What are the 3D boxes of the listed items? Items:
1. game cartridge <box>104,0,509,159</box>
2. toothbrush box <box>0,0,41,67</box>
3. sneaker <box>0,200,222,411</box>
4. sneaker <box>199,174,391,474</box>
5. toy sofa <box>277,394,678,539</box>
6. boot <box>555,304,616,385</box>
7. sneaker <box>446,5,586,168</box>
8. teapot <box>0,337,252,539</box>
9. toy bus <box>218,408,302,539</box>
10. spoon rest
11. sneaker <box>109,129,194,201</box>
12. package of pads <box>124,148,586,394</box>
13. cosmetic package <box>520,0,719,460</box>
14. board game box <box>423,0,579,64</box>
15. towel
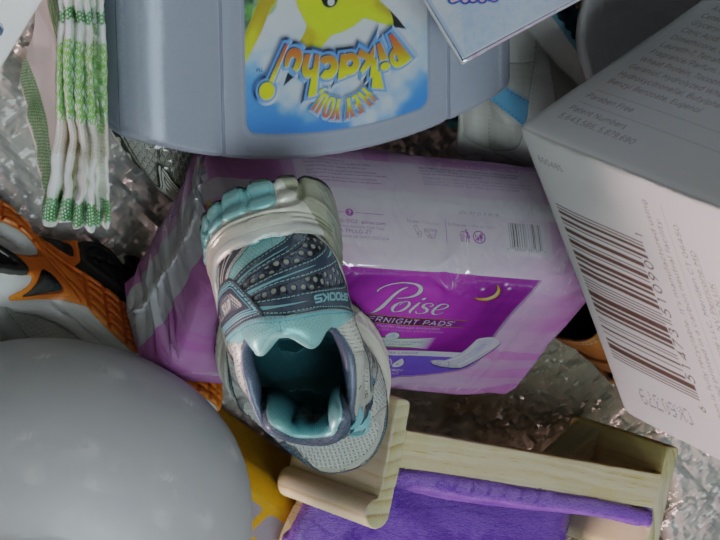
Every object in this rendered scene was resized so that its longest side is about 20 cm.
[{"bbox_3d":[-0.018,-0.118,1.199,0.199,0.040,0.134,-11,112,-31],"label":"game cartridge"},{"bbox_3d":[-0.228,-0.085,1.172,0.086,0.146,0.201,21,113,-29],"label":"toothbrush box"},{"bbox_3d":[-0.159,0.030,1.329,0.199,0.076,0.092,30,120,-27],"label":"sneaker"},{"bbox_3d":[-0.029,0.048,1.211,0.077,0.087,0.200,-14,146,4],"label":"sneaker"},{"bbox_3d":[0.060,0.117,1.407,0.199,0.083,0.098,12,91,-37],"label":"toy sofa"},{"bbox_3d":[0.174,0.045,1.366,0.155,0.200,0.077,27,100,-40],"label":"boot"},{"bbox_3d":[0.088,-0.076,1.340,0.081,0.077,0.200,-30,122,15],"label":"sneaker"},{"bbox_3d":[-0.142,0.142,1.270,0.199,0.147,0.198,13,132,-9],"label":"teapot"},{"bbox_3d":[-0.069,0.126,1.417,0.078,0.065,0.200,-44,125,12],"label":"toy bus"},{"bbox_3d":[0.187,-0.126,1.301,0.199,0.100,0.061,-28,175,-25],"label":"spoon rest"},{"bbox_3d":[-0.085,-0.101,1.249,0.077,0.082,0.201,-20,130,-6],"label":"sneaker"},{"bbox_3d":[0.000,0.000,1.296,0.199,0.076,0.121,4,147,-23],"label":"package of pads"},{"bbox_3d":[0.212,-0.030,1.206,0.200,0.165,0.165,-35,121,-19],"label":"cosmetic package"},{"bbox_3d":[0.079,-0.212,1.133,0.199,0.041,0.200,-26,122,12],"label":"board game box"},{"bbox_3d":[-0.131,-0.135,1.171,0.030,0.149,0.201,-6,123,-12],"label":"towel"}]
